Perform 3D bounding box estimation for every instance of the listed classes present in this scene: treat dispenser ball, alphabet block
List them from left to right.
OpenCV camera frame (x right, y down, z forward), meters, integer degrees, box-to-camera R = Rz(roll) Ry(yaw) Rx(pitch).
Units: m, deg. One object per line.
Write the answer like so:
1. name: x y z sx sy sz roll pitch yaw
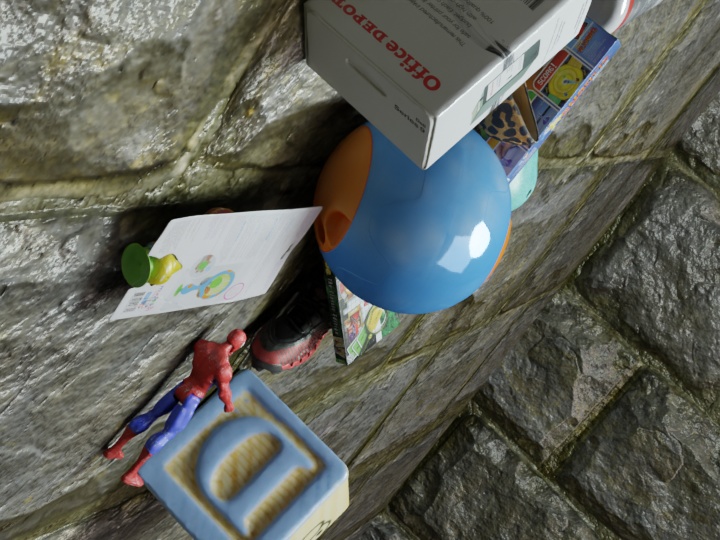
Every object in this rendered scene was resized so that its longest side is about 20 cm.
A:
1. alphabet block: -0.142 0.278 1.263 0.195 0.196 0.200 -41 163 -17
2. treat dispenser ball: 0.051 -0.058 0.981 0.201 0.201 0.201 -43 163 -16

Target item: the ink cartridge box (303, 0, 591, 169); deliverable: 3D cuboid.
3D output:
1. ink cartridge box: 0.070 -0.203 0.799 0.200 0.146 0.084 -42 164 -18

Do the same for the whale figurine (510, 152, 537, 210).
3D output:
1. whale figurine: 0.197 -0.158 1.293 0.159 0.104 0.201 -34 157 -48

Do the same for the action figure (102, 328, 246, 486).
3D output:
1. action figure: -0.183 0.145 1.085 0.200 0.065 0.099 -49 155 7

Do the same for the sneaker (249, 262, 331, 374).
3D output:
1. sneaker: -0.054 0.044 1.176 0.200 0.071 0.098 -36 156 -33

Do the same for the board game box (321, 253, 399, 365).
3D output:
1. board game box: 0.000 0.000 1.134 0.105 0.023 0.202 -37 132 -41

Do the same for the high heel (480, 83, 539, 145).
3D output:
1. high heel: 0.152 -0.224 0.962 0.071 0.142 0.201 -32 158 -38

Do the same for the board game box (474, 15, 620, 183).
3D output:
1. board game box: 0.159 -0.201 1.048 0.200 0.135 0.034 -51 164 13

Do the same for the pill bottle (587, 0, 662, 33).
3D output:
1. pill bottle: 0.291 -0.340 1.104 0.200 0.116 0.116 -36 160 -38

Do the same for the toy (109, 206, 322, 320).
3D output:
1. toy: -0.131 -0.020 0.874 0.199 0.047 0.115 -15 147 -56
